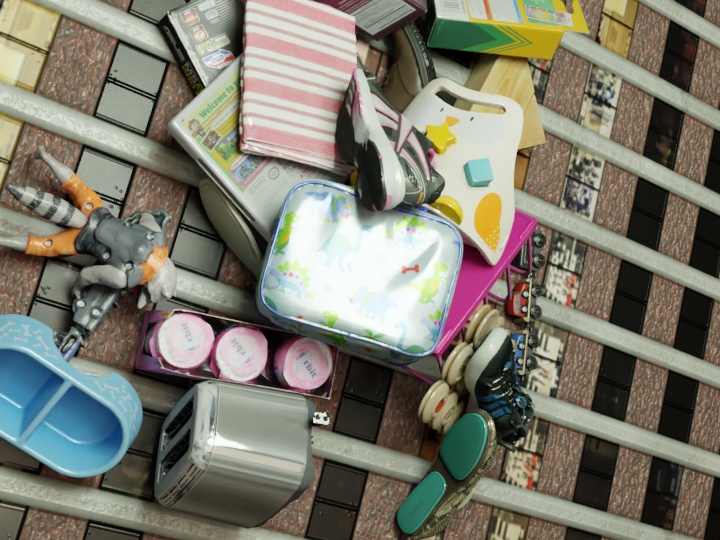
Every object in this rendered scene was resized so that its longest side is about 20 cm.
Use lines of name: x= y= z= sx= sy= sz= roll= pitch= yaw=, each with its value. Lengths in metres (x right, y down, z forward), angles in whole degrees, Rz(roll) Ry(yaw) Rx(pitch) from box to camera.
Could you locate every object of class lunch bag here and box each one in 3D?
lunch bag: x=0.000 y=0.000 z=1.013 sx=0.199 sy=0.082 sz=0.162 roll=17 pitch=76 yaw=-7

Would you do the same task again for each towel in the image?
towel: x=-0.069 y=-0.211 z=1.082 sx=0.145 sy=0.030 sz=0.202 roll=10 pitch=70 yaw=-34

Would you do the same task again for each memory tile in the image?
memory tile: x=0.131 y=0.126 z=1.154 sx=0.017 sy=0.200 sz=0.154 roll=30 pitch=83 yaw=24

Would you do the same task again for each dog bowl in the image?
dog bowl: x=-0.310 y=0.130 z=0.971 sx=0.200 sy=0.050 sz=0.112 roll=39 pitch=99 yaw=-20

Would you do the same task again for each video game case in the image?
video game case: x=-0.090 y=-0.150 z=1.080 sx=0.182 sy=0.022 sz=0.200 roll=49 pitch=56 yaw=-16

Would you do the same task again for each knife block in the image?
knife block: x=0.142 y=-0.189 z=1.246 sx=0.174 sy=0.064 sz=0.202 roll=-14 pitch=92 yaw=-28

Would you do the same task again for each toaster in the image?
toaster: x=-0.130 y=0.187 z=1.007 sx=0.128 sy=0.200 sz=0.114 roll=16 pitch=54 yaw=-24

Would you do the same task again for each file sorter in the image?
file sorter: x=0.098 y=0.018 z=1.152 sx=0.200 sy=0.138 sz=0.126 roll=-50 pitch=151 yaw=-20

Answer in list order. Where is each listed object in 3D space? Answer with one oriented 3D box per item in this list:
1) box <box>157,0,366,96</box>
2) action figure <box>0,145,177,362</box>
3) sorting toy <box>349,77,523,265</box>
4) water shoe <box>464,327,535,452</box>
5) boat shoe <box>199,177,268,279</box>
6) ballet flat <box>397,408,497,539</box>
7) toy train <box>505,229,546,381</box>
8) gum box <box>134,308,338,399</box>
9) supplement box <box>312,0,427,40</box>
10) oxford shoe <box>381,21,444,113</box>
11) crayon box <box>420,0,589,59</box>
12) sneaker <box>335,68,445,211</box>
box: x=-0.109 y=-0.256 z=1.134 sx=0.199 sy=0.044 sz=0.161 roll=-31 pitch=100 yaw=-26
action figure: x=-0.278 y=-0.010 z=0.995 sx=0.192 sy=0.105 sz=0.201 roll=26 pitch=67 yaw=-9
sorting toy: x=0.093 y=-0.132 z=1.101 sx=0.181 sy=0.199 sz=0.107 roll=-61 pitch=155 yaw=-19
water shoe: x=0.167 y=0.137 z=1.120 sx=0.079 sy=0.201 sz=0.072 roll=30 pitch=63 yaw=23
boat shoe: x=-0.104 y=-0.032 z=1.102 sx=0.062 sy=0.075 sz=0.201 roll=-42 pitch=106 yaw=-22
ballet flat: x=0.116 y=0.240 z=1.159 sx=0.075 sy=0.068 sz=0.201 roll=9 pitch=122 yaw=-38
toy train: x=0.212 y=0.044 z=1.280 sx=0.045 sy=0.034 sz=0.202 roll=9 pitch=82 yaw=-23
gum box: x=-0.138 y=0.089 z=1.052 sx=0.199 sy=0.113 sz=0.067 roll=14 pitch=80 yaw=-25
supplement box: x=-0.018 y=-0.365 z=1.124 sx=0.199 sy=0.085 sz=0.111 roll=19 pitch=61 yaw=-43
oxford shoe: x=0.053 y=-0.232 z=1.199 sx=0.084 sy=0.073 sz=0.201 roll=-19 pitch=72 yaw=14
crayon box: x=0.174 y=-0.330 z=1.229 sx=0.198 sy=0.052 sz=0.126 roll=3 pitch=54 yaw=-13
sneaker: x=0.031 y=-0.130 z=1.024 sx=0.086 sy=0.081 sz=0.201 roll=5 pitch=47 yaw=-21
